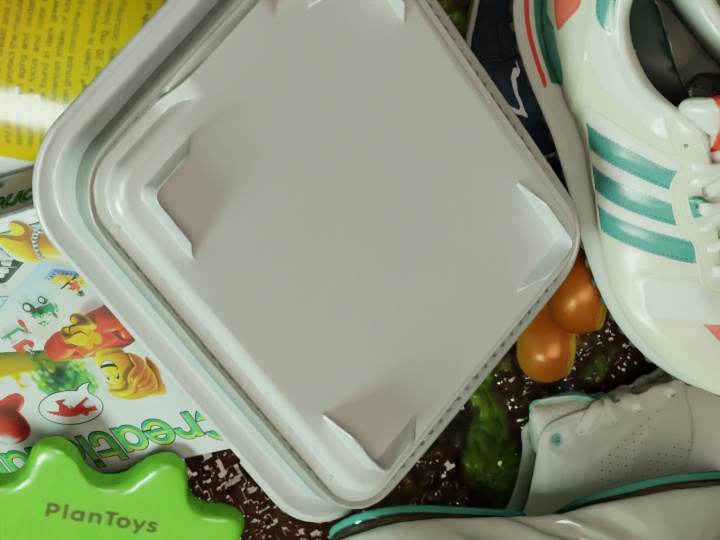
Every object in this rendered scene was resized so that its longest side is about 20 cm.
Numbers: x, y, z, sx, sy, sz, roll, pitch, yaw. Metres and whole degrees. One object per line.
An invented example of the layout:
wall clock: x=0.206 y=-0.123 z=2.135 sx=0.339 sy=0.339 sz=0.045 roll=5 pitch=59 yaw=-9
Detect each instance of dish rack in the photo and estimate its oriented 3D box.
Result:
dish rack: x=-0.005 y=-0.020 z=0.775 sx=0.172 sy=0.043 sz=0.200 roll=-48 pitch=121 yaw=-16

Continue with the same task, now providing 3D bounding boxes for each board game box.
board game box: x=-0.124 y=0.024 z=0.840 sx=0.199 sy=0.035 sz=0.127 roll=-15 pitch=123 yaw=31

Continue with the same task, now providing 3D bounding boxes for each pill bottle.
pill bottle: x=-0.126 y=-0.086 z=0.839 sx=0.198 sy=0.111 sz=0.112 roll=10 pitch=99 yaw=4

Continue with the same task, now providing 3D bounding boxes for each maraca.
maraca: x=-0.116 y=0.148 z=0.881 sx=0.136 sy=0.107 sz=0.201 roll=7 pitch=126 yaw=-12

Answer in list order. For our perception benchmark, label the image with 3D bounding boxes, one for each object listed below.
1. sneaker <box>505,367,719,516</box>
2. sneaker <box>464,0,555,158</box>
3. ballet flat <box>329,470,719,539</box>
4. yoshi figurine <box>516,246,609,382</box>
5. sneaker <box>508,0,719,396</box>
sneaker: x=0.117 y=0.074 z=0.940 sx=0.088 sy=0.075 sz=0.200 roll=40 pitch=94 yaw=-9
sneaker: x=0.101 y=-0.139 z=0.889 sx=0.074 sy=0.085 sz=0.202 roll=19 pitch=97 yaw=-12
ballet flat: x=0.076 y=0.122 z=0.848 sx=0.198 sy=0.069 sz=0.070 roll=-3 pitch=102 yaw=-31
yoshi figurine: x=-0.001 y=0.015 z=0.893 sx=0.198 sy=0.112 sz=0.114 roll=7 pitch=106 yaw=-7
sneaker: x=0.128 y=-0.039 z=0.829 sx=0.070 sy=0.093 sz=0.201 roll=-28 pitch=101 yaw=-22
